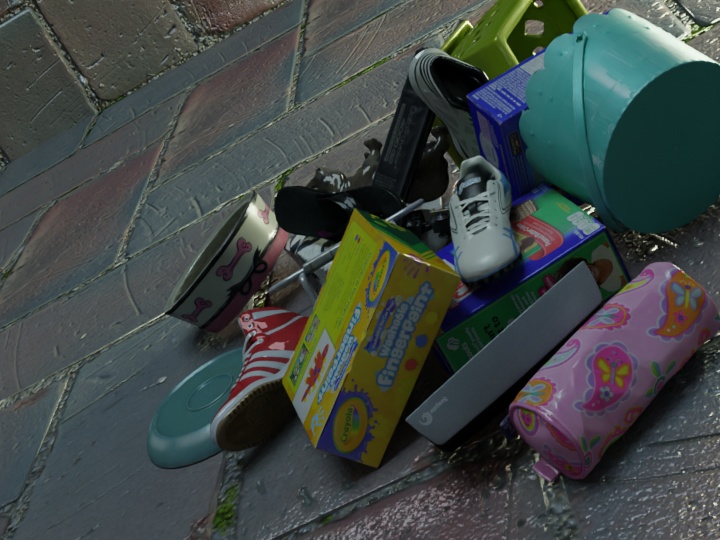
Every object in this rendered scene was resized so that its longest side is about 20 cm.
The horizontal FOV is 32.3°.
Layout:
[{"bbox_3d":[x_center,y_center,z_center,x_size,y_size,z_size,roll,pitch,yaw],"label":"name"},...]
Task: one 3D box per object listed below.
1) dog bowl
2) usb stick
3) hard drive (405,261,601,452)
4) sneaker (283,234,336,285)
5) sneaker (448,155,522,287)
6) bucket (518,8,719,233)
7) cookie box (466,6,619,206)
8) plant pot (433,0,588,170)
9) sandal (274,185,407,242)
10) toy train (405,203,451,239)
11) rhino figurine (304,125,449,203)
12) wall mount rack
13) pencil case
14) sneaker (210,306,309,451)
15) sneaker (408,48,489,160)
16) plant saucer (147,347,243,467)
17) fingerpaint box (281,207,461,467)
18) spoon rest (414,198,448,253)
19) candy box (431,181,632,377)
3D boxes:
[{"bbox_3d":[-0.172,-0.005,1.636,0.201,0.073,0.200,-50,13,16],"label":"dog bowl"},{"bbox_3d":[0.058,-0.162,1.455,0.055,0.032,0.202,24,99,38],"label":"usb stick"},{"bbox_3d":[0.130,0.082,1.080,0.200,0.042,0.135,-42,-15,-2],"label":"hard drive"},{"bbox_3d":[-0.015,-0.039,1.561,0.130,0.080,0.199,-44,13,-6],"label":"sneaker"},{"bbox_3d":[0.116,-0.049,1.221,0.071,0.073,0.201,-24,24,15],"label":"sneaker"},{"bbox_3d":[0.274,-0.143,1.235,0.206,0.208,0.135,-35,37,-7],"label":"bucket"},{"bbox_3d":[0.228,-0.159,1.345,0.199,0.172,0.075,-31,44,-11],"label":"cookie box"},{"bbox_3d":[0.188,-0.224,1.537,0.180,0.200,0.201,-20,25,43],"label":"plant pot"},{"bbox_3d":[-0.031,-0.061,1.468,0.199,0.076,0.048,4,12,38],"label":"sandal"},{"bbox_3d":[0.116,-0.062,1.454,0.197,0.034,0.046,-10,28,16],"label":"toy train"},{"bbox_3d":[0.019,-0.113,1.523,0.197,0.060,0.089,-10,67,16],"label":"rhino figurine"},{"bbox_3d":[0.000,0.000,1.390,0.199,0.075,0.174,-30,-1,3],"label":"wall mount rack"},{"bbox_3d":[0.208,0.082,1.021,0.200,0.088,0.087,-43,25,-23],"label":"pencil case"},{"bbox_3d":[-0.116,0.112,1.354,0.112,0.072,0.200,21,45,34],"label":"sneaker"},{"bbox_3d":[0.134,-0.161,1.380,0.076,0.200,0.115,-45,13,4],"label":"sneaker"},{"bbox_3d":[-0.170,0.150,1.448,0.198,0.028,0.201,-27,24,12],"label":"plant saucer"},{"bbox_3d":[0.006,0.062,1.211,0.202,0.073,0.167,-67,20,10],"label":"fingerpaint box"},{"bbox_3d":[0.074,-0.067,1.555,0.098,0.061,0.201,-21,38,27],"label":"spoon rest"},{"bbox_3d":[0.146,0.012,1.251,0.199,0.077,0.169,-34,23,-1],"label":"candy box"}]
